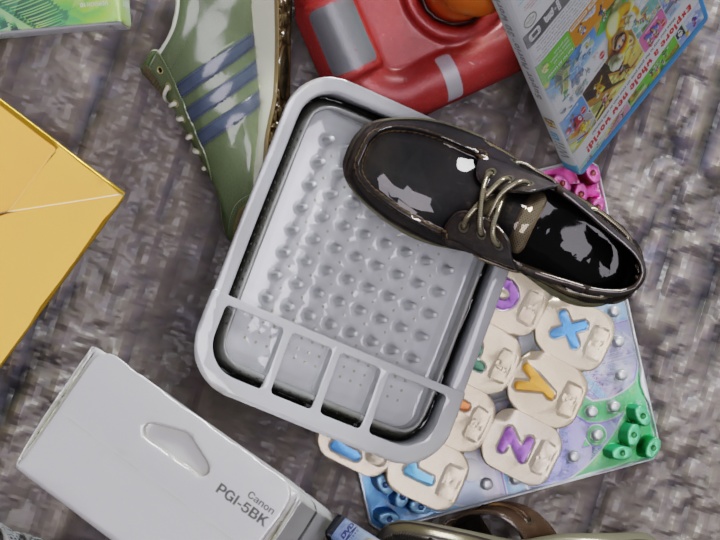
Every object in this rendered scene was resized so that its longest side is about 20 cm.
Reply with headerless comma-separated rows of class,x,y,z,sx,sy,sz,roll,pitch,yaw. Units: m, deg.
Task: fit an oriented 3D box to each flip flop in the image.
flip flop,0.098,0.176,1.406,0.198,0.081,0.058,1,48,-20

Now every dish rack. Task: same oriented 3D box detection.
dish rack,0.000,0.000,1.350,0.170,0.044,0.202,22,86,-15

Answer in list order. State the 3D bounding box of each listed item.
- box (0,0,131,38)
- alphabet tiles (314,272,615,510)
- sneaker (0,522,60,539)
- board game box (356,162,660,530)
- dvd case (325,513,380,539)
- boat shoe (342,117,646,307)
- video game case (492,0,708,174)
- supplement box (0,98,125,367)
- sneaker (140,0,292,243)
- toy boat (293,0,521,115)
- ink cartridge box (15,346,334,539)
box,-0.217,-0.241,1.346,0.143,0.036,0.202,-5,92,6
alphabet tiles,0.054,0.042,1.395,0.194,0.015,0.201,26,86,-9
sneaker,-0.214,0.162,1.348,0.198,0.075,0.117,-3,89,-9
board game box,0.081,0.047,1.420,0.198,0.026,0.202,-13,92,-9
dvd case,0.071,0.228,1.321,0.199,0.143,0.018,30,69,25
boat shoe,0.086,-0.038,1.314,0.199,0.073,0.075,21,85,-16
video game case,0.145,-0.172,1.357,0.143,0.018,0.200,-50,141,-17
supplement box,-0.250,-0.001,1.275,0.132,0.200,0.198,37,85,-8
sneaker,-0.091,-0.114,1.377,0.089,0.067,0.202,3,98,8
toy boat,0.063,-0.177,1.361,0.199,0.131,0.131,-26,95,-11
ink cartridge box,-0.102,0.128,1.286,0.146,0.200,0.083,35,85,10
